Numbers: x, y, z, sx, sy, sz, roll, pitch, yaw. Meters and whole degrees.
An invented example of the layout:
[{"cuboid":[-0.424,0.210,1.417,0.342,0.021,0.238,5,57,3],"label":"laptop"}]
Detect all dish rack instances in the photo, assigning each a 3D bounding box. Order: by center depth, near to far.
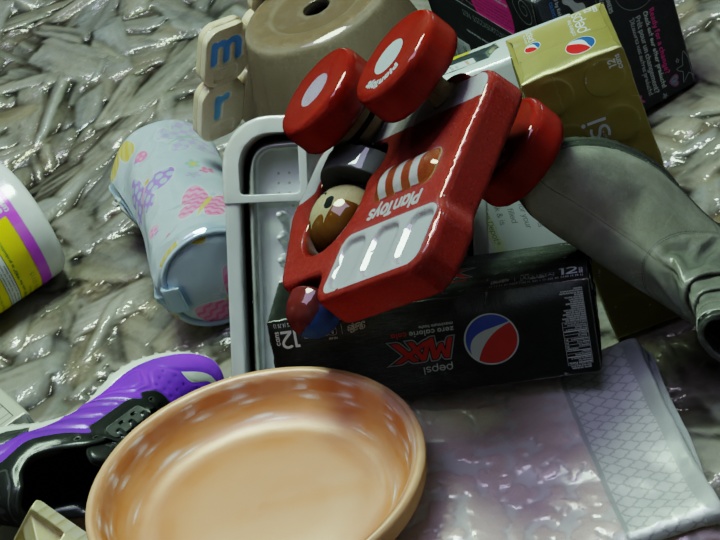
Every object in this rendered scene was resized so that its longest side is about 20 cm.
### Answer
[{"cuboid":[0.000,0.000,1.394,0.170,0.202,0.044,-2,0,7],"label":"dish rack"}]

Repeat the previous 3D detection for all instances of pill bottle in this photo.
[{"cuboid":[-0.336,0.009,1.677,0.199,0.105,0.104,-35,34,-15],"label":"pill bottle"}]

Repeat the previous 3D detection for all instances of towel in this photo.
[{"cuboid":[0.099,0.115,1.262,0.189,0.032,0.200,-13,30,-2],"label":"towel"}]

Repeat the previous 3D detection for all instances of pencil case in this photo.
[{"cuboid":[-0.130,-0.038,1.622,0.090,0.084,0.200,-13,32,-13],"label":"pencil case"}]

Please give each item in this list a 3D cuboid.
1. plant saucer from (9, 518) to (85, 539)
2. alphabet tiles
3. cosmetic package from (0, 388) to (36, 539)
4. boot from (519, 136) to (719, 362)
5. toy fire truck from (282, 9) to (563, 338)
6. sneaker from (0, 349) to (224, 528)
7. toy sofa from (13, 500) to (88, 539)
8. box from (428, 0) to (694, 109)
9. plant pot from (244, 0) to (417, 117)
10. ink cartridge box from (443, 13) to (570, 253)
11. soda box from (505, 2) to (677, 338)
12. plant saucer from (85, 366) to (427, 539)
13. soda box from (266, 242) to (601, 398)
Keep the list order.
[{"cuboid":[-0.184,0.227,1.335,0.199,0.035,0.201,-18,33,12],"label":"plant saucer"},{"cuboid":[-0.044,-0.170,1.635,0.199,0.197,0.015,-26,50,-33],"label":"alphabet tiles"},{"cuboid":[-0.292,0.121,1.506,0.103,0.088,0.200,-37,35,-15],"label":"cosmetic package"},{"cuboid":[0.190,0.000,1.266,0.068,0.199,0.131,-55,23,18],"label":"boot"},{"cuboid":[0.015,-0.043,1.263,0.199,0.112,0.169,-19,40,54],"label":"toy fire truck"},{"cuboid":[-0.159,0.118,1.405,0.199,0.070,0.099,-26,22,-27],"label":"sneaker"},{"cuboid":[-0.202,0.240,1.226,0.201,0.097,0.083,-58,1,-39],"label":"toy sofa"},{"cuboid":[0.141,-0.198,1.620,0.114,0.133,0.200,-29,33,-13],"label":"box"},{"cuboid":[-0.003,-0.120,1.570,0.199,0.175,0.201,-18,34,13],"label":"plant pot"},{"cuboid":[0.076,-0.066,1.454,0.198,0.147,0.083,-19,13,10],"label":"ink cartridge box"},{"cuboid":[0.155,-0.060,1.352,0.067,0.201,0.064,-21,31,7],"label":"soda box"},{"cuboid":[-0.057,0.130,1.232,0.198,0.038,0.201,-10,34,7],"label":"plant saucer"},{"cuboid":[0.046,0.034,1.326,0.198,0.064,0.071,-7,20,8],"label":"soda box"}]
